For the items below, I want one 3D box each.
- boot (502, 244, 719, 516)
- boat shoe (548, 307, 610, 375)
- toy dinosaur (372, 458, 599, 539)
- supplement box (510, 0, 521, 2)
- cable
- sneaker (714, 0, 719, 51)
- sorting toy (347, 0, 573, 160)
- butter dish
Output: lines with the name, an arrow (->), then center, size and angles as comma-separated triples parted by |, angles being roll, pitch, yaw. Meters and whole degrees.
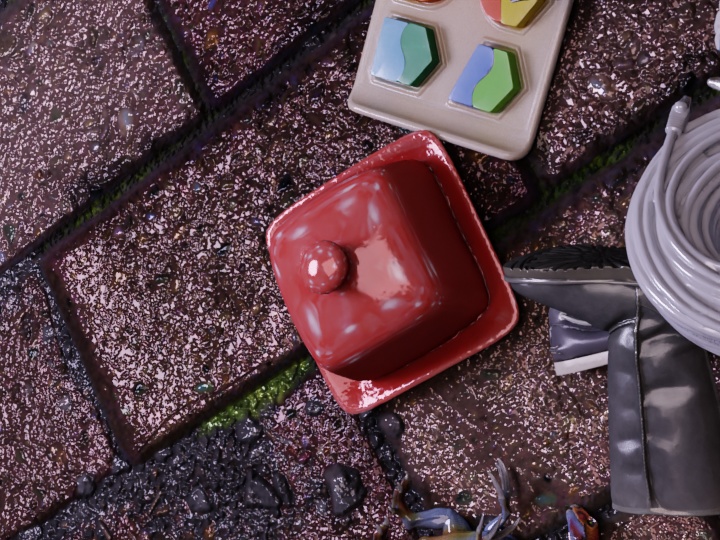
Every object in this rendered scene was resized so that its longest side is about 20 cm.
boot -> 0.198, 0.085, 1.217 | 0.181, 0.072, 0.201 | 5, 112, 35
boat shoe -> 0.237, 0.032, 1.257 | 0.199, 0.073, 0.063 | -19, 82, 31
toy dinosaur -> 0.106, 0.232, 1.334 | 0.181, 0.105, 0.201 | 21, 134, 15
supplement box -> 0.174, -0.325, 1.252 | 0.109, 0.108, 0.201 | -3, 97, 60
cable -> 0.284, -0.028, 1.101 | 0.199, 0.069, 0.201 | 20, 66, 30
sneaker -> 0.367, -0.178, 1.204 | 0.200, 0.080, 0.147 | 35, 111, 22
sorting toy -> 0.088, -0.214, 1.372 | 0.184, 0.036, 0.201 | 20, 96, 28
butter dish -> 0.000, 0.000, 1.341 | 0.199, 0.148, 0.201 | -30, 75, 23
